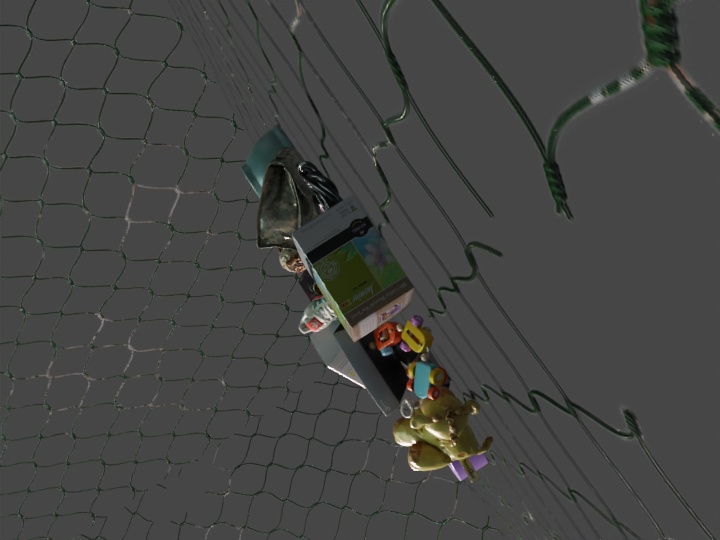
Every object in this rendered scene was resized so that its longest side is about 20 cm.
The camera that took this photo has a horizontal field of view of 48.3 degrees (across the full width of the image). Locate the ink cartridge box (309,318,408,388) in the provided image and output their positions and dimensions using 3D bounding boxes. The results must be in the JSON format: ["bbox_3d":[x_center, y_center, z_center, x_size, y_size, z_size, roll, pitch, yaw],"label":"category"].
[{"bbox_3d":[0.019,0.170,1.801,0.200,0.145,0.145,33,-172,-30],"label":"ink cartridge box"}]

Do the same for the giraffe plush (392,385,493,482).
[{"bbox_3d":[0.155,0.294,1.538,0.200,0.172,0.162,36,155,37],"label":"giraffe plush"}]

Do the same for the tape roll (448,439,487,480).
[{"bbox_3d":[0.229,0.420,2.015,0.200,0.085,0.200,58,176,7],"label":"tape roll"}]

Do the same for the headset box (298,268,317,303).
[{"bbox_3d":[-0.055,0.026,1.907,0.077,0.149,0.200,20,-161,-32],"label":"headset box"}]

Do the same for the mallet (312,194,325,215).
[{"bbox_3d":[-0.039,-0.098,1.723,0.200,0.041,0.066,49,169,33],"label":"mallet"}]

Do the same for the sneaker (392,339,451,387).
[{"bbox_3d":[0.137,0.194,1.631,0.116,0.075,0.200,50,-177,27],"label":"sneaker"}]

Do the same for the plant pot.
[{"bbox_3d":[-0.205,-0.232,1.939,0.201,0.134,0.200,57,175,8],"label":"plant pot"}]

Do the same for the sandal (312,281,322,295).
[{"bbox_3d":[-0.070,0.028,1.770,0.212,0.070,0.078,35,148,52],"label":"sandal"}]

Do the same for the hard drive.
[{"bbox_3d":[0.028,0.177,1.610,0.200,0.042,0.135,58,-156,-9],"label":"hard drive"}]

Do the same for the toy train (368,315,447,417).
[{"bbox_3d":[0.096,0.166,1.504,0.150,0.056,0.200,-45,57,42],"label":"toy train"}]

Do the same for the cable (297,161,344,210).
[{"bbox_3d":[-0.061,-0.140,1.619,0.200,0.051,0.163,56,-179,-18],"label":"cable"}]

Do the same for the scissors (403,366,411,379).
[{"bbox_3d":[0.062,0.188,1.727,0.200,0.014,0.073,45,164,-9],"label":"scissors"}]

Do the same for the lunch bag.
[{"bbox_3d":[-0.161,-0.164,1.757,0.164,0.117,0.201,-75,-12,-70],"label":"lunch bag"}]

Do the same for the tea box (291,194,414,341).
[{"bbox_3d":[-0.011,0.003,1.435,0.197,0.133,0.200,56,175,11],"label":"tea box"}]

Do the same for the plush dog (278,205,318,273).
[{"bbox_3d":[-0.136,-0.062,2.103,0.161,0.172,0.200,59,175,-24],"label":"plush dog"}]

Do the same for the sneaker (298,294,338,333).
[{"bbox_3d":[-0.066,0.089,1.699,0.070,0.093,0.200,46,148,-13],"label":"sneaker"}]
